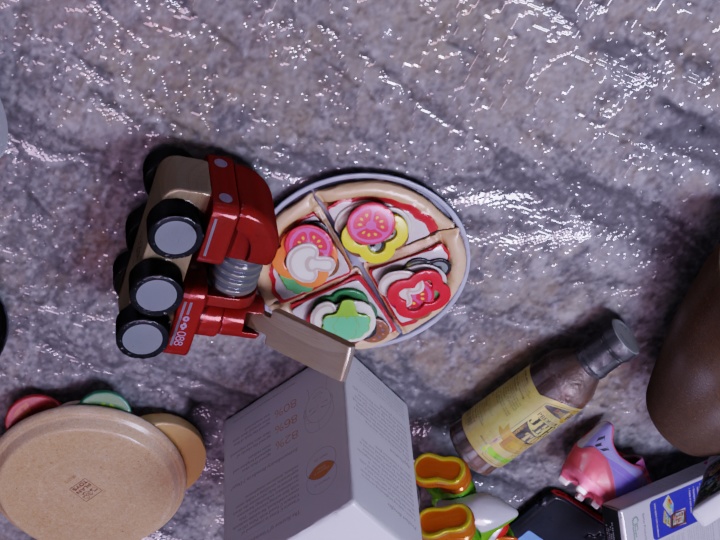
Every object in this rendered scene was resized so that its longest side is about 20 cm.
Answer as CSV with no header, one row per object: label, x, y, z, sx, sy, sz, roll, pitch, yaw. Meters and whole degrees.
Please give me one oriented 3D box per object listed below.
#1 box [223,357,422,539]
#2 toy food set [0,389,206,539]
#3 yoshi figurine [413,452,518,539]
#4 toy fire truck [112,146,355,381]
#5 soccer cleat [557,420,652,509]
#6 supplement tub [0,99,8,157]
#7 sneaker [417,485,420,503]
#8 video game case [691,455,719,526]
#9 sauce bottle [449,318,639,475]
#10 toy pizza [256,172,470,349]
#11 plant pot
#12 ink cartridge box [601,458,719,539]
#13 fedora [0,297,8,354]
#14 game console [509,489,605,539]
box,-0.037,0.200,1.582,0.152,0.201,0.106,-33,125,22
toy food set,-0.263,0.193,1.656,0.197,0.049,0.200,26,123,-23
yoshi figurine,0.087,0.255,1.687,0.112,0.112,0.200,-46,148,-8
toy fire truck,-0.100,0.008,1.472,0.198,0.129,0.177,9,128,-18
soccer cleat,0.274,0.228,1.719,0.200,0.067,0.077,42,82,-33
supplement tub,-0.393,-0.098,1.353,0.199,0.133,0.132,-26,127,16
sneaker,0.010,0.288,1.733,0.076,0.086,0.201,14,126,-16
video game case,0.402,0.147,1.598,0.200,0.182,0.023,-38,91,24
sauce bottle,0.173,0.117,1.619,0.065,0.065,0.200,35,120,-28
toy pizza,0.000,0.000,1.530,0.198,0.032,0.201,-2,130,-3
plant pot,0.348,0.080,1.547,0.185,0.188,0.200,16,139,-17
ink cartridge box,0.325,0.247,1.700,0.199,0.037,0.096,-16,104,-30
fedora,-0.409,0.074,1.516,0.199,0.092,0.202,-2,129,-3
game console,0.197,0.326,1.815,0.176,0.031,0.200,32,120,-27
